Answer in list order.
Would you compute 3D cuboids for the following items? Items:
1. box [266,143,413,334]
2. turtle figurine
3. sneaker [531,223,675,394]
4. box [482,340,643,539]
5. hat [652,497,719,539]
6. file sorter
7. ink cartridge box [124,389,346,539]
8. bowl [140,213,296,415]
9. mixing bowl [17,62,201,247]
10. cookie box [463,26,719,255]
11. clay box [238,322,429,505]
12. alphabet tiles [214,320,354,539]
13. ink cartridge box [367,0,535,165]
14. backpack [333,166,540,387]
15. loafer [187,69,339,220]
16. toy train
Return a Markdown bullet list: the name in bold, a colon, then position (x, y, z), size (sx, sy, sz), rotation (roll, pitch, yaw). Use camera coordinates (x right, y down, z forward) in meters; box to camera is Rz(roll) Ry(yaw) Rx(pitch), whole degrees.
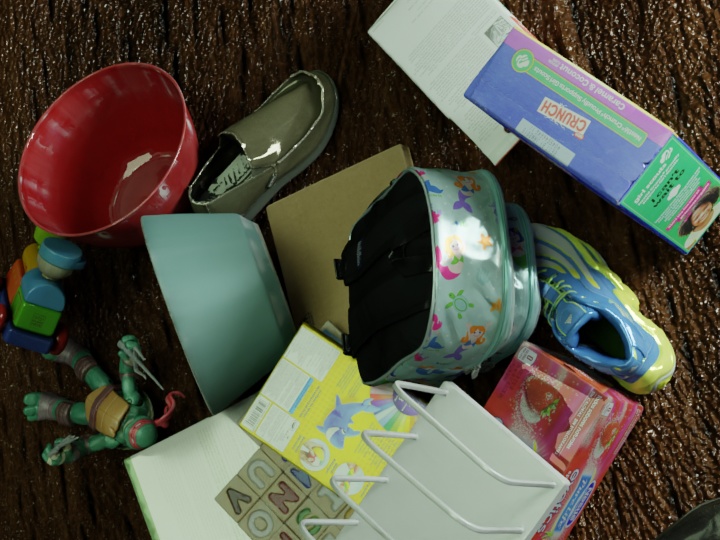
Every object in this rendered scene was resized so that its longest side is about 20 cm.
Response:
- **box**: position (0.000, 0.000, 1.407), size (0.163, 0.021, 0.201), rotation (-23, 70, 23)
- **turtle figurine**: position (-0.264, 0.140, 1.480), size (0.199, 0.101, 0.150), rotation (21, 72, 47)
- **sneaker**: position (0.186, 0.022, 1.253), size (0.200, 0.105, 0.076), rotation (43, 101, 27)
- **box**: position (0.143, 0.172, 1.250), size (0.095, 0.100, 0.201), rotation (34, 97, 29)
- **hat**: position (0.290, 0.279, 1.161), size (0.199, 0.081, 0.202), rotation (-5, 79, 27)
- **file sorter**: position (0.041, 0.205, 1.173), size (0.139, 0.124, 0.201), rotation (39, 100, 28)
- **ink cartridge box**: position (-0.116, 0.208, 1.418), size (0.199, 0.048, 0.146), rotation (-27, 68, 6)
- **bowl**: position (-0.127, 0.027, 1.392), size (0.104, 0.201, 0.202), rotation (-19, 69, -4)
- **mixing bowl**: position (-0.238, -0.099, 1.494), size (0.199, 0.108, 0.201), rotation (-13, 57, 21)
- **cookie box**: position (0.203, -0.105, 1.214), size (0.171, 0.200, 0.075), rotation (40, 100, 28)
- **clay box**: position (0.002, 0.150, 1.333), size (0.199, 0.048, 0.115), rotation (33, 90, 15)
- **alphabet tiles**: position (-0.039, 0.176, 1.367), size (0.167, 0.008, 0.200), rotation (43, 93, 15)
- **ink cartridge box**: position (0.108, -0.197, 1.371), size (0.109, 0.050, 0.200), rotation (-46, 64, 13)
- **backpack**: position (0.070, 0.005, 1.254), size (0.149, 0.200, 0.179), rotation (1, 71, -13)
- **loafer**: position (-0.098, -0.120, 1.448), size (0.075, 0.070, 0.200), rotation (37, 89, 29)
- **toy train**: position (-0.341, -0.007, 1.529), size (0.116, 0.084, 0.200), rotation (-61, 28, 17)
